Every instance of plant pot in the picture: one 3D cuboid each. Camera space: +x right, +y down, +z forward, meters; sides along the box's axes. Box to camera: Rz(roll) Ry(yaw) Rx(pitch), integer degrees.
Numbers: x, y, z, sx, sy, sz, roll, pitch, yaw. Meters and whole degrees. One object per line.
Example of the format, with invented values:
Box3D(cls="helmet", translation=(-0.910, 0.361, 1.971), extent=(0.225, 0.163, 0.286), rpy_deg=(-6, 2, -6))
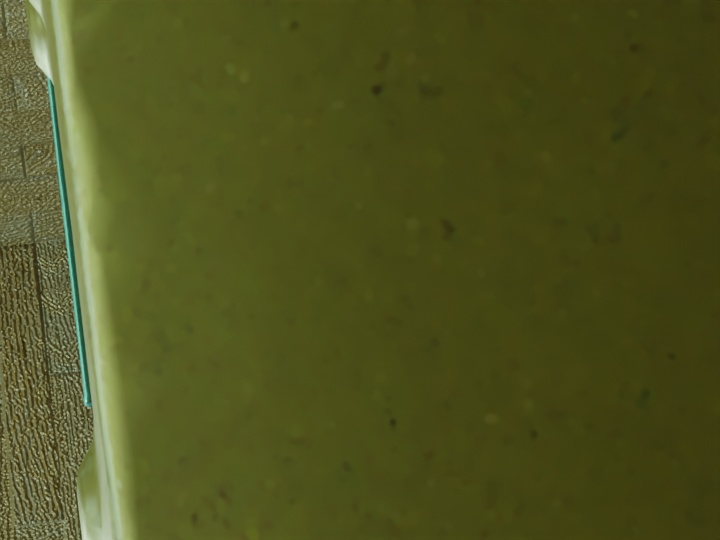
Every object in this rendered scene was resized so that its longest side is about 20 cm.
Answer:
Box3D(cls="plant pot", translation=(0.051, -0.017, 0.422), extent=(0.194, 0.200, 0.196), rpy_deg=(151, 113, -84))

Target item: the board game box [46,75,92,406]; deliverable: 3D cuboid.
Box3D(cls="board game box", translation=(-0.025, -0.030, 1.139), extent=(0.045, 0.200, 0.152), rpy_deg=(145, 118, -83))
